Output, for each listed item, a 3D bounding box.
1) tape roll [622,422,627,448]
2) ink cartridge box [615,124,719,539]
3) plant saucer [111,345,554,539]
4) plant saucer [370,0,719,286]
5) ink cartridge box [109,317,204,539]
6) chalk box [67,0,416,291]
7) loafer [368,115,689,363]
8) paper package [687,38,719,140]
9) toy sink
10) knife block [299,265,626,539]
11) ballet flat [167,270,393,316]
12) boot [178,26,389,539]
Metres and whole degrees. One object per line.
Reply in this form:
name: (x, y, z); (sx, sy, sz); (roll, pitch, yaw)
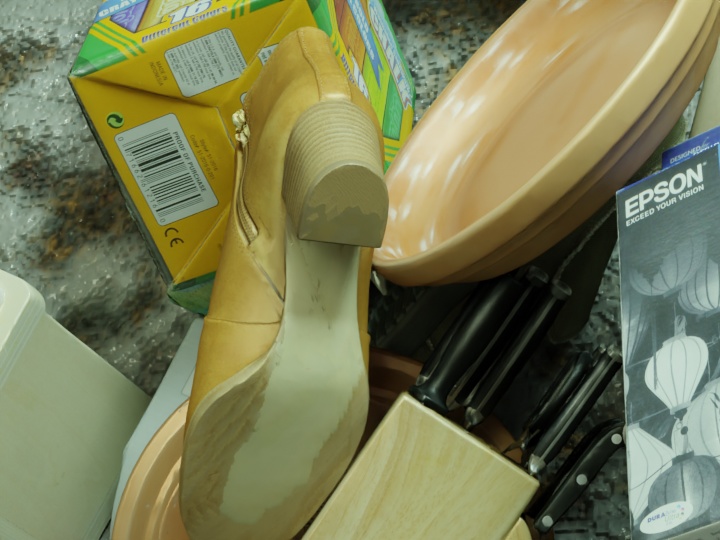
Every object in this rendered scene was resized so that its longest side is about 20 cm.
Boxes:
tape roll: (0.206, 0.077, 0.881); (0.202, 0.202, 0.071); (19, 76, 30)
ink cartridge box: (0.142, 0.008, 0.806); (0.099, 0.039, 0.201); (-27, 44, 32)
plant saucer: (-0.012, 0.133, 0.993); (0.199, 0.032, 0.201); (0, 88, 1)
plant saucer: (0.081, -0.066, 0.948); (0.200, 0.037, 0.200); (-43, 16, 16)
ink cartridge box: (-0.055, 0.136, 1.058); (0.162, 0.050, 0.200); (20, 72, 30)
chalk box: (-0.049, -0.102, 1.104); (0.124, 0.125, 0.200); (-18, 25, 13)
loafer: (0.082, -0.010, 1.019); (0.200, 0.070, 0.075); (-46, 16, 27)
paper package: (0.247, -0.058, 0.985); (0.190, 0.103, 0.201); (9, 71, 27)
toy sink: (-0.206, 0.052, 1.077); (0.130, 0.200, 0.112); (20, 76, 31)
knife block: (0.019, 0.087, 0.946); (0.199, 0.064, 0.176); (-11, 88, 2)
ballet flat: (0.000, 0.000, 1.093); (0.199, 0.074, 0.074); (-22, 59, 17)
boot: (-0.034, 0.008, 0.962); (0.144, 0.071, 0.202); (-109, 34, -63)
